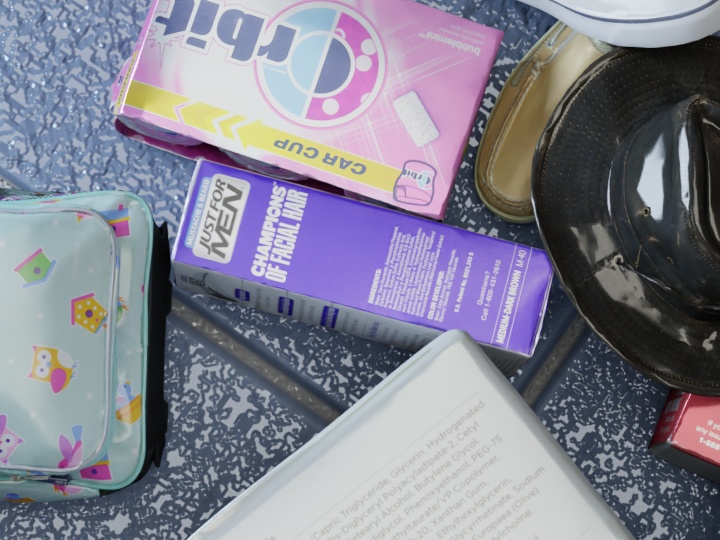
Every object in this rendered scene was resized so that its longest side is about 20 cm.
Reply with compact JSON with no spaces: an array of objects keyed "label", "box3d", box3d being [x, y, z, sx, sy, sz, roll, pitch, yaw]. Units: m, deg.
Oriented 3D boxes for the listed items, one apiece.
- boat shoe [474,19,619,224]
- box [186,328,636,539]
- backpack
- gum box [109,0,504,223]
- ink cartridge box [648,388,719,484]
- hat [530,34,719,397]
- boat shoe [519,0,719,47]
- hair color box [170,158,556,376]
[{"label":"boat shoe","box3d":[0.130,-0.118,1.550,0.072,0.076,0.200,32,83,2]},{"label":"box","box3d":[0.023,0.161,1.446,0.200,0.199,0.171,-38,85,-6]},{"label":"backpack","box3d":[-0.209,0.037,1.482,0.200,0.153,0.176,2,87,5]},{"label":"gum box","box3d":[-0.033,-0.106,1.546,0.200,0.066,0.114,19,80,1]},{"label":"ink cartridge box","box3d":[0.266,0.035,1.531,0.147,0.083,0.200,23,83,2]},{"label":"hat","box3d":[0.187,-0.039,1.447,0.201,0.081,0.201,1,77,-6]},{"label":"boat shoe","box3d":[0.123,-0.179,1.510,0.072,0.066,0.200,-43,43,-18]},{"label":"hair color box","box3d":[0.000,0.000,1.513,0.200,0.109,0.065,14,82,-1]}]
